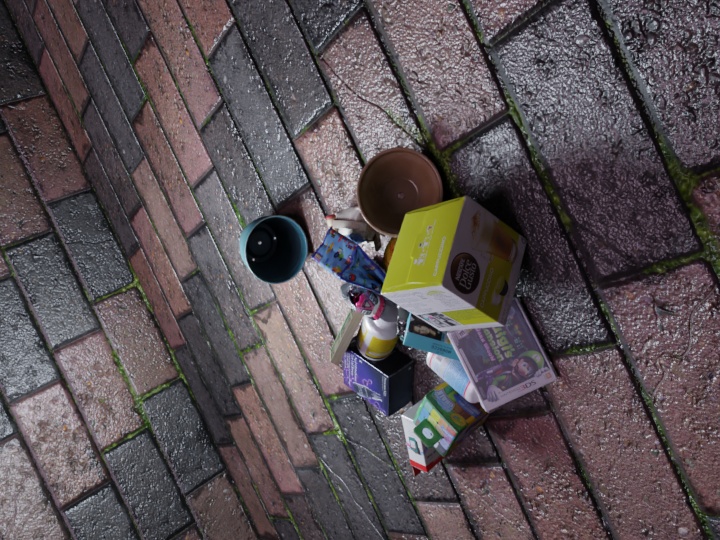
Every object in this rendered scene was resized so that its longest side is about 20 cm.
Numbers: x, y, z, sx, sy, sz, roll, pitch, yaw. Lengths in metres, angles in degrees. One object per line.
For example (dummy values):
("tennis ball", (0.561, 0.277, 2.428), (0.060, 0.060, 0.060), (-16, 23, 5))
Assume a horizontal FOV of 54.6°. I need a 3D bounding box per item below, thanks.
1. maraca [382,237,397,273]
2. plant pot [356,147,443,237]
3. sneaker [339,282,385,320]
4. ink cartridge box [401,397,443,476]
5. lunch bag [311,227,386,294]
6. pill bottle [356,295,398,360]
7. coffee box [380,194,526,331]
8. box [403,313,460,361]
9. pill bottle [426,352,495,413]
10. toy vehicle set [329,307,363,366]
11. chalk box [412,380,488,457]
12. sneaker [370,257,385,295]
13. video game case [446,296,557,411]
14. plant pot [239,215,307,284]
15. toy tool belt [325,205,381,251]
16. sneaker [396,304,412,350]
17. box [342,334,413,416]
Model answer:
("maraca", (0.122, -0.035, 1.687), (0.139, 0.106, 0.200), (58, 144, 10))
("plant pot", (0.092, -0.177, 1.613), (0.204, 0.198, 0.093), (62, -175, 1))
("sneaker", (-0.006, 0.062, 1.794), (0.082, 0.074, 0.199), (-64, 27, -1))
("ink cartridge box", (0.187, 0.463, 1.911), (0.066, 0.115, 0.204), (11, 121, 47))
("lunch bag", (0.000, 0.000, 1.736), (0.199, 0.095, 0.150), (35, 180, -37))
("pill bottle", (0.056, 0.150, 1.865), (0.112, 0.110, 0.201), (49, 152, 18))
("coffee box", (0.195, -0.008, 1.466), (0.196, 0.204, 0.198), (30, 158, -29))
("box", (0.204, 0.157, 1.640), (0.196, 0.083, 0.050), (16, 133, 1))
("pill bottle", (0.261, 0.246, 1.684), (0.199, 0.108, 0.110), (40, 139, 30))
("toy vehicle set", (-0.029, 0.153, 1.917), (0.026, 0.203, 0.124), (26, -176, -6))
("chalk box", (0.219, 0.361, 1.731), (0.124, 0.198, 0.125), (44, 141, 23))
("sneaker", (0.032, 0.015, 1.871), (0.198, 0.074, 0.089), (14, 117, 46))
("video game case", (0.316, 0.189, 1.560), (0.179, 0.023, 0.203), (-28, 89, 16))
("plant pot", (-0.283, -0.074, 2.133), (0.187, 0.197, 0.204), (19, 128, 63))
("toy tool belt", (-0.017, -0.099, 1.817), (0.198, 0.123, 0.126), (-11, 95, 55))
("sneaker", (0.125, 0.137, 1.745), (0.075, 0.080, 0.201), (29, 165, 32))
("box", (0.049, 0.291, 1.992), (0.198, 0.103, 0.151), (29, 132, 40))
